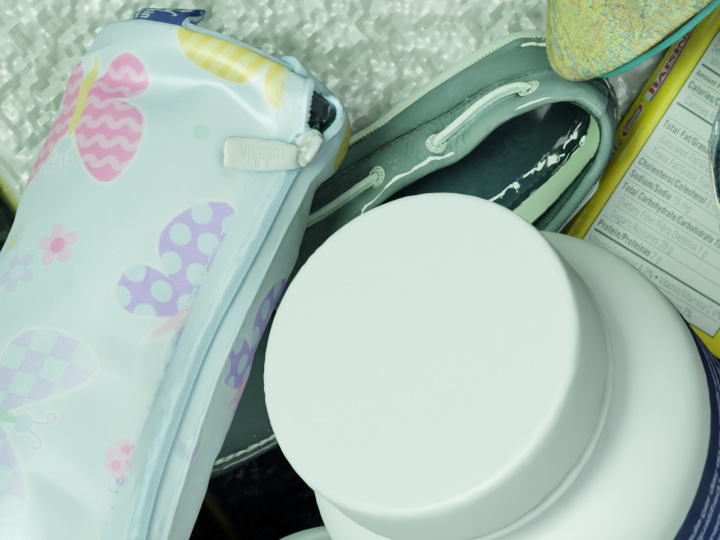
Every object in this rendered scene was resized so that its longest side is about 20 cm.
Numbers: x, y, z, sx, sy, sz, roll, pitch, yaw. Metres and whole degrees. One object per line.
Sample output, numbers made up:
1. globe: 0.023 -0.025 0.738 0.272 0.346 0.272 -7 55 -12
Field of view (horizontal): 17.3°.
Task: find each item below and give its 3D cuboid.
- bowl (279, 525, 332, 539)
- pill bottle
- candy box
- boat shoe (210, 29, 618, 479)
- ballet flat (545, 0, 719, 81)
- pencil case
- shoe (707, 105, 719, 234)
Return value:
1. bowl: -0.045 0.179 0.759 0.200 0.090 0.203 -3 94 -51
2. pill bottle: 0.054 0.057 0.695 0.120 0.120 0.200 -41 148 4
3. candy box: 0.169 0.000 0.795 0.199 0.026 0.103 31 98 -17
4. boat shoe: 0.000 0.000 0.748 0.200 0.062 0.073 -39 108 3
5. ballet flat: 0.108 -0.131 0.661 0.071 0.071 0.200 40 123 -17
6. pencil case: -0.070 0.027 0.690 0.083 0.090 0.201 49 57 -54
7. shoe: 0.150 0.005 0.733 0.090 0.071 0.202 0 111 -20
